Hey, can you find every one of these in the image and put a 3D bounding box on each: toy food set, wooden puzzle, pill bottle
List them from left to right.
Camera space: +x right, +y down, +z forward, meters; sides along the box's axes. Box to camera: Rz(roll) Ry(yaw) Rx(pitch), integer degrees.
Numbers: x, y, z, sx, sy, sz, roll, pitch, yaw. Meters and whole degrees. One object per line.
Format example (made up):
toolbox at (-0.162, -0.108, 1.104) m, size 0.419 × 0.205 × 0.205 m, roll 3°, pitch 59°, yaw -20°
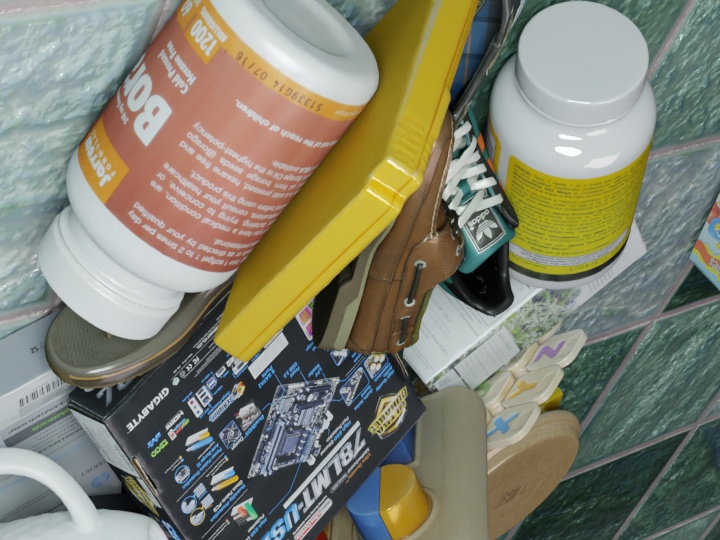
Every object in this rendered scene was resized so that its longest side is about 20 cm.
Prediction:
pill bottle at (-0.089, -0.062, 1.065) m, size 0.200 × 0.112 × 0.112 m, roll -51°, pitch 152°, yaw 21°
wooden puzzle at (-0.012, 0.151, 1.368) m, size 0.198 × 0.186 × 0.047 m, roll -15°, pitch 119°, yaw 12°
toy food set at (0.124, 0.193, 1.815) m, size 0.197 × 0.049 × 0.201 m, roll -27°, pitch 151°, yaw -24°
pill bottle at (0.139, -0.084, 1.325) m, size 0.112 × 0.113 × 0.201 m, roll -29°, pitch 153°, yaw -19°

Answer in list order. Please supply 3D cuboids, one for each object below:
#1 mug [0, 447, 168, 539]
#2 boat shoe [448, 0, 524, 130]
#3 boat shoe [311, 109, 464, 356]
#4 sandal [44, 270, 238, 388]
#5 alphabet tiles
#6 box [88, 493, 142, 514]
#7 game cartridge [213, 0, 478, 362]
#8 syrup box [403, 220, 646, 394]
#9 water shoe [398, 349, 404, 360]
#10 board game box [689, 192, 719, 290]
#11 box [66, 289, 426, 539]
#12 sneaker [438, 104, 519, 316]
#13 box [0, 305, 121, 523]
mug at (-0.203, 0.201, 1.195) m, size 0.174 × 0.148 × 0.201 m, roll -21°, pitch 110°, yaw 2°
boat shoe at (0.033, -0.105, 1.191) m, size 0.201 × 0.068 × 0.057 m, roll -59°, pitch -176°, yaw 22°
boat shoe at (0.028, -0.027, 1.177) m, size 0.067 × 0.072 × 0.201 m, roll 9°, pitch 138°, yaw -14°
sandal at (-0.108, -0.005, 1.176) m, size 0.199 × 0.082 × 0.055 m, roll -33°, pitch 135°, yaw -14°
alphabet tiles at (0.081, 0.100, 1.501) m, size 0.195 × 0.015 × 0.200 m, roll -20°, pitch -153°, yaw 50°
box at (-0.188, 0.260, 1.384) m, size 0.196 × 0.124 × 0.200 m, roll -37°, pitch 165°, yaw 13°
game cartridge at (-0.003, -0.066, 1.082) m, size 0.176 × 0.032 × 0.201 m, roll -44°, pitch -158°, yaw 43°
syrup box at (0.112, 0.005, 1.466) m, size 0.200 × 0.082 × 0.079 m, roll -40°, pitch 155°, yaw 0°
water shoe at (0.000, 0.000, 1.351) m, size 0.201 × 0.071 × 0.079 m, roll 90°, pitch 22°, yaw -50°
board game box at (0.410, -0.044, 1.749) m, size 0.199 × 0.105 × 0.103 m, roll -24°, pitch 150°, yaw -29°
box at (-0.065, 0.087, 1.261) m, size 0.200 × 0.049 × 0.199 m, roll -47°, pitch 132°, yaw -22°
sneaker at (0.066, -0.052, 1.287) m, size 0.071 × 0.080 × 0.201 m, roll -33°, pitch 138°, yaw -13°
box at (-0.230, 0.120, 1.250) m, size 0.155 × 0.041 × 0.201 m, roll -29°, pitch 151°, yaw -21°
